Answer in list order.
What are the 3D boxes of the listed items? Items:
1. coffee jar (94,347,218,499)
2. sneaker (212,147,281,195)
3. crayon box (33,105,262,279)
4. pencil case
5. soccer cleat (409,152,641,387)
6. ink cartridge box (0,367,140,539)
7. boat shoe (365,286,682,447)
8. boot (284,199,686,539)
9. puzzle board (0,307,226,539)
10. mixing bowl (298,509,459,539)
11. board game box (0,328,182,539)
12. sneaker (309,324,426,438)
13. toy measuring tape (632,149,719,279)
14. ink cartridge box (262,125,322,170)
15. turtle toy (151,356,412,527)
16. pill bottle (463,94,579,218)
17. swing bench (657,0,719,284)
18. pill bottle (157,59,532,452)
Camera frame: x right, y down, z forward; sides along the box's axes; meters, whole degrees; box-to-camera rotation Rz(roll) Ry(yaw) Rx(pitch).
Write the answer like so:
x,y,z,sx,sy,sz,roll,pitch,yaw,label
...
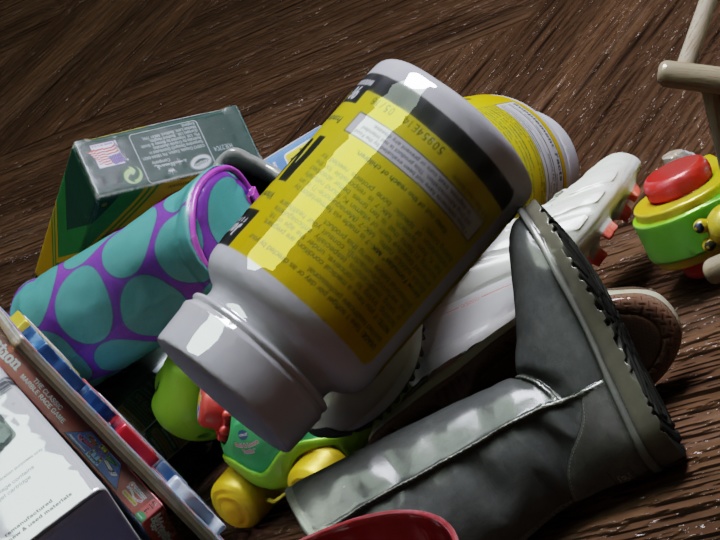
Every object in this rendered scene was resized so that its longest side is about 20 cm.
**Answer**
x,y,z,sx,sy,sz,roll,pitch,yaw,label
-0.171,0.130,1.703,0.200,0.085,0.104,-44,9,-33,coffee jar
-0.029,-0.005,1.668,0.076,0.200,0.092,-50,-23,-4,sneaker
-0.154,-0.029,1.829,0.127,0.051,0.200,-15,-26,-24,crayon box
-0.138,0.010,1.647,0.200,0.085,0.092,-29,1,38,pencil case
0.093,-0.006,1.556,0.200,0.078,0.069,-49,-11,-16,soccer cleat
-0.197,0.139,1.508,0.084,0.146,0.200,-38,44,-10,ink cartridge box
0.092,0.058,1.467,0.202,0.075,0.075,-26,12,21,boat shoe
0.052,0.079,1.376,0.200,0.073,0.182,-30,59,14,boot
-0.150,0.094,1.573,0.017,0.200,0.151,-43,18,-4,puzzle board
-0.014,0.212,1.169,0.200,0.109,0.200,-30,17,10,mixing bowl
-0.180,0.097,1.587,0.019,0.200,0.103,-40,-23,-12,board game box
0.000,0.000,1.499,0.070,0.093,0.200,-6,48,49,sneaker
0.191,-0.038,1.563,0.073,0.074,0.200,-33,13,0,toy measuring tape
-0.075,-0.002,1.809,0.200,0.076,0.136,-29,-24,9,ink cartridge box
-0.049,0.079,1.605,0.200,0.101,0.146,-14,25,46,turtle toy
0.068,-0.055,1.678,0.112,0.113,0.200,-24,-3,26,pill bottle
0.282,-0.105,1.405,0.199,0.130,0.199,-8,25,19,swing bench
-0.010,-0.007,1.405,0.200,0.114,0.114,-49,20,-10,pill bottle
